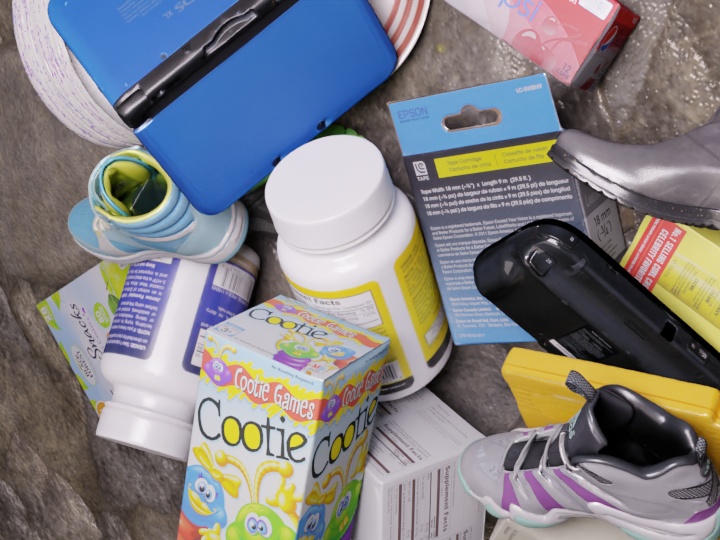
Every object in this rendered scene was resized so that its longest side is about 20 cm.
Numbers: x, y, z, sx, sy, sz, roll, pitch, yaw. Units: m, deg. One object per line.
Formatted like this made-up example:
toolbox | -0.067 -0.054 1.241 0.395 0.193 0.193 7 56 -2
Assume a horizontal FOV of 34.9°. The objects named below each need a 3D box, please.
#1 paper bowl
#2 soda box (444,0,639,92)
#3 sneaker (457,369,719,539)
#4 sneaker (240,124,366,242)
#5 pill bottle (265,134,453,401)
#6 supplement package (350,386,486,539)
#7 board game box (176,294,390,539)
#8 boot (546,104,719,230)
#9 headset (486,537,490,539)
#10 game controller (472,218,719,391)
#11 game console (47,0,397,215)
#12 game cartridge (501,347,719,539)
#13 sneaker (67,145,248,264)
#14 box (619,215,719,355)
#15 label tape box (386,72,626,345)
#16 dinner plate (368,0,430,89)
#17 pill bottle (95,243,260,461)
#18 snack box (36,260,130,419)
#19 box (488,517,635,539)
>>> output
paper bowl | -0.172 -0.204 0.932 0.103 0.200 0.204 -3 110 39
soda box | 0.092 -0.206 0.795 0.199 0.070 0.064 39 110 17
sneaker | 0.145 0.115 0.776 0.197 0.078 0.141 2 140 29
sneaker | -0.053 -0.071 1.004 0.198 0.077 0.084 -4 131 41
pill bottle | 0.000 0.000 0.910 0.113 0.115 0.202 15 143 33
supplement package | 0.008 0.177 0.996 0.200 0.109 0.158 38 135 49
board game box | -0.061 0.139 0.853 0.104 0.103 0.203 20 111 24
boot | 0.229 -0.090 0.729 0.197 0.070 0.134 21 100 11
headset | 0.142 0.259 0.982 0.122 0.093 0.204 -5 92 40
game controller | 0.170 0.041 0.800 0.199 0.042 0.104 39 153 -15
game console | -0.100 -0.177 0.860 0.171 0.199 0.118 51 177 17
game cartridge | 0.209 0.140 0.847 0.174 0.033 0.201 10 147 36
sneaker | -0.205 -0.060 0.976 0.197 0.130 0.081 0 71 33
box | 0.276 0.028 0.783 0.199 0.050 0.076 39 132 19
label tape box | 0.117 -0.048 0.866 0.143 0.063 0.203 -4 109 38
dinner plate | -0.043 -0.227 0.885 0.196 0.024 0.204 2 111 4
pill bottle | -0.174 0.066 1.062 0.118 0.119 0.203 5 74 37
snack box | -0.240 0.070 1.221 0.199 0.067 0.170 -26 94 46
box | 0.204 0.224 0.887 0.198 0.069 0.083 27 152 10
